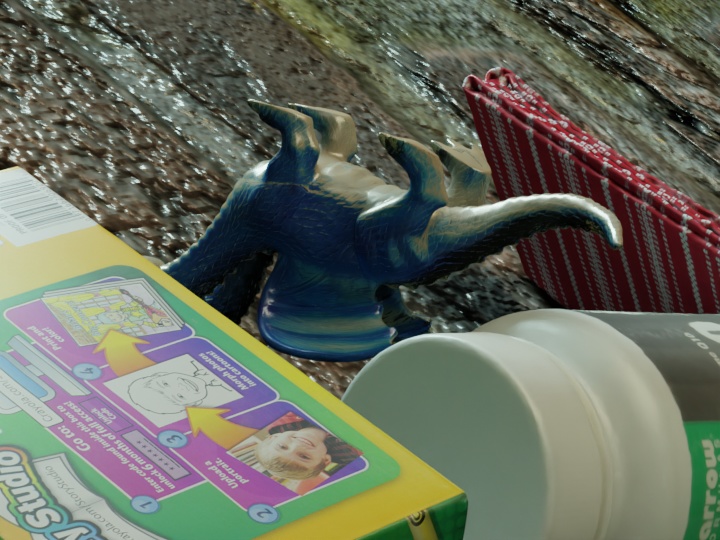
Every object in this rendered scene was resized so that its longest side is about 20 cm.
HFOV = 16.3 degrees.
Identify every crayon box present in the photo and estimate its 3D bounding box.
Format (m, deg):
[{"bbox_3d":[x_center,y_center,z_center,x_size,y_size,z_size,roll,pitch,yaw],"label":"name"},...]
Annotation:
[{"bbox_3d":[-0.083,0.051,0.682,0.119,0.058,0.200,-19,41,-40],"label":"crayon box"}]

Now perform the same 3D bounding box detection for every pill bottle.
[{"bbox_3d":[0.087,0.070,0.865,0.200,0.113,0.113,1,36,-49],"label":"pill bottle"}]

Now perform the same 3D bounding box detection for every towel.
[{"bbox_3d":[0.128,0.006,1.030,0.200,0.022,0.145,37,-20,36],"label":"towel"}]

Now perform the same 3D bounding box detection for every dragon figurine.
[{"bbox_3d":[0.000,0.000,0.864,0.200,0.100,0.059,15,8,24],"label":"dragon figurine"}]
